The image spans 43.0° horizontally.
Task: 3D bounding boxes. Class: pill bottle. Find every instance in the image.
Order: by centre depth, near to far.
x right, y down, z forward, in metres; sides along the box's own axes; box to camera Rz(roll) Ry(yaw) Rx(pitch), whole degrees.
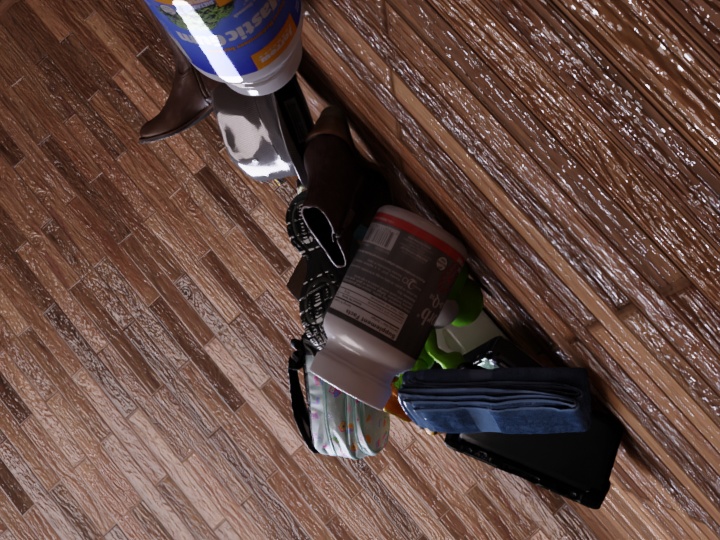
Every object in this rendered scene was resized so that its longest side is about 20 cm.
[{"bbox_3d":[-0.107,-0.219,0.724,0.112,0.112,0.200,47,178,19],"label":"pill bottle"},{"bbox_3d":[0.028,0.041,1.012,0.114,0.203,0.116,27,175,2],"label":"pill bottle"}]

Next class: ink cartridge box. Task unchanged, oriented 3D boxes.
[{"bbox_3d":[0.149,0.099,1.346,0.146,0.084,0.200,48,177,8],"label":"ink cartridge box"}]

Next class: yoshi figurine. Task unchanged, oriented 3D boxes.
[{"bbox_3d":[0.091,0.082,1.132,0.111,0.202,0.112,30,-169,9],"label":"yoshi figurine"}]

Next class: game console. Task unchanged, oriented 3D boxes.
[{"bbox_3d":[0.212,0.190,1.099,0.197,0.118,0.175,20,-174,21],"label":"game console"}]

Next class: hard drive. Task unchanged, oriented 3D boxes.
[{"bbox_3d":[0.181,0.155,1.148,0.139,0.038,0.200,37,157,-2],"label":"hard drive"}]

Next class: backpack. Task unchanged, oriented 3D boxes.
[{"bbox_3d":[-0.024,0.183,1.378,0.166,0.124,0.204,-17,-75,-60],"label":"backpack"}]

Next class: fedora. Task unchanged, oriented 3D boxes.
[{"bbox_3d":[-0.115,-0.177,1.076,0.200,0.089,0.180,52,-156,-65],"label":"fedora"}]

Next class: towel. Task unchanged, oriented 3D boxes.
[{"bbox_3d":[0.145,0.143,0.973,0.112,0.196,0.049,57,-146,-56],"label":"towel"}]

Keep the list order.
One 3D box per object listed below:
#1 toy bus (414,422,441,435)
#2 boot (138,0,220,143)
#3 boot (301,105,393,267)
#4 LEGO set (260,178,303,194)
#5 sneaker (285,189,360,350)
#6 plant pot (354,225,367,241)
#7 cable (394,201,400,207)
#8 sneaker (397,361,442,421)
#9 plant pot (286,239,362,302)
[{"bbox_3d":[0.090,0.166,1.411,0.200,0.077,0.066,47,133,48],"label":"toy bus"},{"bbox_3d":[-0.243,-0.280,1.145,0.202,0.184,0.064,63,-163,-15],"label":"boot"},{"bbox_3d":[-0.018,-0.068,1.058,0.201,0.071,0.169,60,-151,-46],"label":"boot"},{"bbox_3d":[-0.101,-0.159,1.488,0.154,0.116,0.200,49,178,-20],"label":"LEGO set"},{"bbox_3d":[-0.029,0.003,1.113,0.090,0.075,0.204,5,-106,-50],"label":"sneaker"},{"bbox_3d":[0.000,0.000,1.260,0.139,0.144,0.200,16,175,4],"label":"plant pot"},{"bbox_3d":[0.024,-0.082,1.218,0.200,0.050,0.097,49,179,11],"label":"cable"},{"bbox_3d":[0.096,0.184,1.290,0.200,0.090,0.067,41,-151,9],"label":"sneaker"},{"bbox_3d":[-0.030,-0.006,1.615,0.187,0.199,0.187,49,178,3],"label":"plant pot"}]
